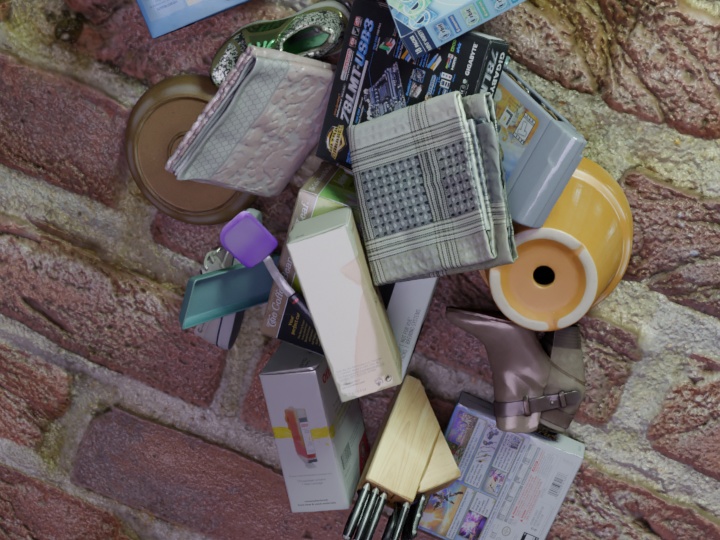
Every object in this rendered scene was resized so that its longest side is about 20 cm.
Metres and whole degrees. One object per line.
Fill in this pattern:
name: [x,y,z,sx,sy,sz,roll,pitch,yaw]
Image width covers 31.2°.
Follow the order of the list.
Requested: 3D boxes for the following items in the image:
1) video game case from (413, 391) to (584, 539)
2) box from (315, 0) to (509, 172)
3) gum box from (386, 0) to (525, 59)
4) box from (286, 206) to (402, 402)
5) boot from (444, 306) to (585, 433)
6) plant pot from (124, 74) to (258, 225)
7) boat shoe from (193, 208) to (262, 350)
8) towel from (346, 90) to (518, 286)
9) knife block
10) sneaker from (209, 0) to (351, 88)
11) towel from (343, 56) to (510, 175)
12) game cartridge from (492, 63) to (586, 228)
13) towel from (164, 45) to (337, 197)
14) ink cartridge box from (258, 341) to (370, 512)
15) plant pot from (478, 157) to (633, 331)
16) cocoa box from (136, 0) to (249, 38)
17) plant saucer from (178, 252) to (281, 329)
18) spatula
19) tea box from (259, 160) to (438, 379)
video game case: [0.180,0.286,1.727,0.179,0.046,0.202,22,113,3]
box: [0.054,-0.195,1.487,0.197,0.049,0.202,25,107,34]
gum box: [0.117,-0.348,1.427,0.198,0.171,0.045,-26,143,12]
box: [-0.017,0.038,1.501,0.077,0.095,0.202,-17,106,7]
boot: [0.193,0.131,1.641,0.197,0.070,0.148,10,99,-2]
plant pot: [-0.215,-0.150,1.660,0.197,0.028,0.203,5,112,11]
boat shoe: [-0.180,0.006,1.691,0.069,0.071,0.202,19,118,7]
towel: [0.075,-0.089,1.431,0.198,0.034,0.195,-11,87,36]
knife block: [0.030,0.256,1.650,0.174,0.064,0.202,-17,72,-21]
sneaker: [-0.103,-0.269,1.556,0.198,0.089,0.078,-21,104,19]
towel: [0.078,-0.188,1.570,0.169,0.048,0.202,17,113,5]
game cartridge: [0.162,-0.144,1.454,0.041,0.200,0.134,11,119,-41]
towel: [-0.114,-0.174,1.551,0.200,0.190,0.032,-50,58,26]
ink cartridge box: [-0.057,0.192,1.690,0.082,0.145,0.203,-6,109,16]
plant pot: [0.223,-0.020,1.527,0.197,0.184,0.203,4,111,10]
cocoa box: [-0.167,-0.375,1.507,0.198,0.131,0.135,-18,106,18]
plant saucer: [-0.156,0.021,1.628,0.019,0.199,0.071,29,116,26]
spatula: [-0.092,0.016,1.553,0.056,0.021,0.201,-37,98,18]
tea box: [0.000,0.000,1.611,0.194,0.134,0.202,20,113,3]
